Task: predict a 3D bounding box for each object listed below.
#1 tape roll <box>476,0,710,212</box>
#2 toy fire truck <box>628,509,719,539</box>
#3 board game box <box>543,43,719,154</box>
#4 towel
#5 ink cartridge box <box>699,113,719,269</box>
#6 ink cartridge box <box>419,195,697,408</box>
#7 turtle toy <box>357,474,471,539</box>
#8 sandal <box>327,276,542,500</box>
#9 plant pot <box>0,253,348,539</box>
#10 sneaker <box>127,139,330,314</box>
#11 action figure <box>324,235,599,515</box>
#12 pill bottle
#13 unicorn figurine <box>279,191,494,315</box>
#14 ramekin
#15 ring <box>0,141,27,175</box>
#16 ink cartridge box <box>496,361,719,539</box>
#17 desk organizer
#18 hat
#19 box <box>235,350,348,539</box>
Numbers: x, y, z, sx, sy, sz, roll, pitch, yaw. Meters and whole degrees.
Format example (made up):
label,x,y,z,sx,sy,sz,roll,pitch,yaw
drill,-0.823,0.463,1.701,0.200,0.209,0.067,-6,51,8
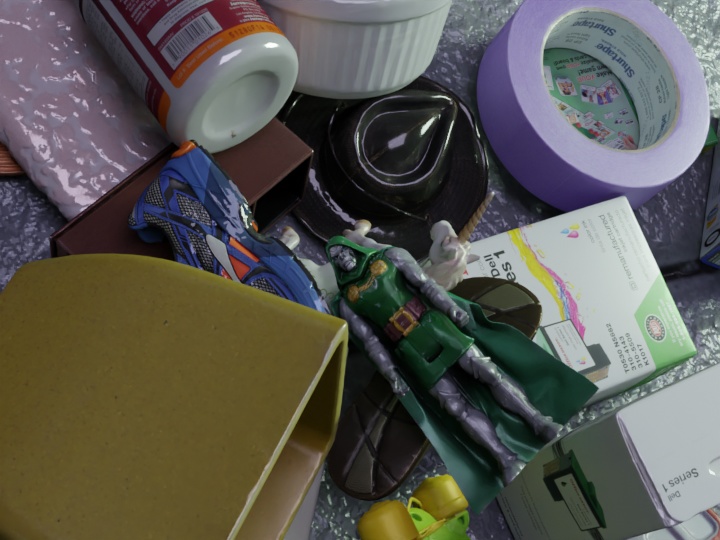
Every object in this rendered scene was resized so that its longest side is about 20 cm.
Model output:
label,x,y,z,sx,sy,sz,roll,pitch,yaw
tape roll,0.203,-0.151,1.051,0.197,0.066,0.203,8,67,-19
toy fire truck,0.238,0.275,0.915,0.198,0.113,0.168,-26,56,-28
board game box,0.223,-0.152,1.112,0.197,0.029,0.136,-15,76,-25
towel,-0.205,-0.156,0.926,0.191,0.032,0.200,-40,86,-29
ink cartridge box,0.373,-0.081,1.079,0.075,0.137,0.203,20,63,-6
ink cartridge box,0.147,0.042,0.973,0.197,0.084,0.147,-17,76,-25
turtle toy,0.026,0.235,0.825,0.199,0.101,0.147,-9,69,-57
sandal,0.053,0.085,0.866,0.081,0.055,0.201,32,71,19
plant pot,-0.139,0.104,0.713,0.198,0.196,0.196,25,65,10
sneaker,-0.082,0.009,0.811,0.078,0.075,0.200,-38,70,-8
action figure,0.047,0.051,0.807,0.200,0.055,0.118,44,94,11
pill bottle,-0.141,-0.191,0.876,0.109,0.110,0.201,-27,69,-28
unicorn figurine,0.000,0.000,0.891,0.198,0.137,0.075,-26,113,-5
ramekin,-0.020,-0.218,0.969,0.199,0.095,0.204,6,37,-4
ring,-0.278,-0.163,0.928,0.197,0.019,0.204,8,67,-18
ink cartridge box,0.207,0.141,0.890,0.144,0.200,0.085,-20,77,-27
desk organizer,-0.129,-0.040,0.897,0.077,0.072,0.200,40,60,13
hat,0.030,-0.104,0.988,0.197,0.081,0.204,8,66,-18
box,-0.067,0.147,0.851,0.067,0.082,0.203,17,63,-11
